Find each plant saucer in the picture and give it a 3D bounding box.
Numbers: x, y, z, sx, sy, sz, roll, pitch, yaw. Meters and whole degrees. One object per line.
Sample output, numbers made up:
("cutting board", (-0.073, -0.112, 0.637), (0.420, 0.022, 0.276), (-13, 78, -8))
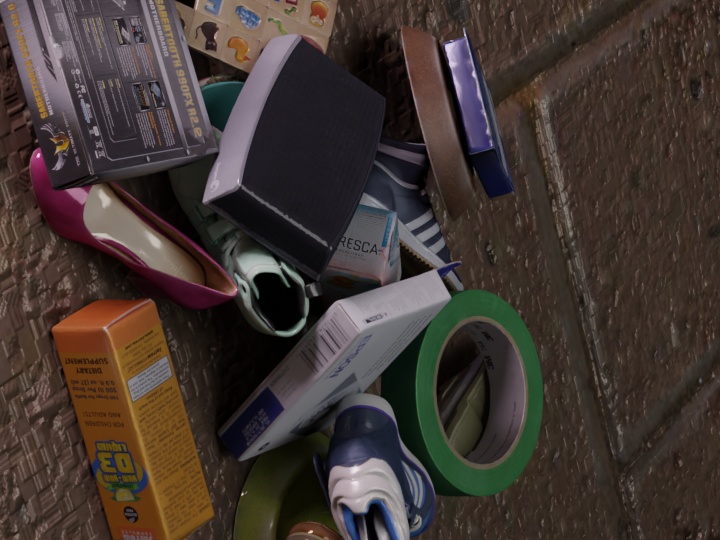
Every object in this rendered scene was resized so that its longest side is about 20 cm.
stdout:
("plant saucer", (0.081, -0.148, 1.892), (0.200, 0.034, 0.202), (-13, 90, -84))
("plant saucer", (-0.045, 0.250, 1.788), (0.199, 0.031, 0.202), (4, 85, -54))

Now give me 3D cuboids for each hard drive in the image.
("hard drive", (-0.048, -0.103, 1.624), (0.135, 0.042, 0.201), (34, 49, -18))

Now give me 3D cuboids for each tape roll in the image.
("tape roll", (0.102, 0.120, 1.874), (0.200, 0.048, 0.202), (6, 82, -48))

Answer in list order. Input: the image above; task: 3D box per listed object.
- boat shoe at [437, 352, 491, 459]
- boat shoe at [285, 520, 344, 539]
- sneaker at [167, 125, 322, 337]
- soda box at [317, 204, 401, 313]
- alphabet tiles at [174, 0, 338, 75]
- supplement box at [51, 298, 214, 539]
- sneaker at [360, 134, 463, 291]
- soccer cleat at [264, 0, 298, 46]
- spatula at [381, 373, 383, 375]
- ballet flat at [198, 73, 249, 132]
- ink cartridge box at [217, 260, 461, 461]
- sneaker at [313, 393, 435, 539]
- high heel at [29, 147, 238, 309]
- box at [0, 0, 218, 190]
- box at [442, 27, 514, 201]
("boat shoe", (0.112, 0.133, 1.978), (0.200, 0.068, 0.075), (-48, 122, -42))
("boat shoe", (-0.015, 0.279, 1.753), (0.201, 0.071, 0.068), (63, 38, -44))
("sneaker", (-0.097, -0.036, 1.616), (0.073, 0.118, 0.201), (-29, 101, -9))
("soda box", (0.000, 0.000, 1.751), (0.200, 0.063, 0.069), (84, 19, -74))
("alphabet tiles", (-0.106, -0.258, 1.677), (0.199, 0.008, 0.168), (23, 68, -28))
("supplement box", (-0.185, 0.127, 1.568), (0.069, 0.066, 0.201), (-36, 117, -48))
("sneaker", (0.053, -0.055, 1.902), (0.200, 0.070, 0.109), (43, 57, -41))
("soccer cleat", (-0.087, -0.273, 1.734), (0.083, 0.065, 0.201), (27, 67, -29))
("spatula", (0.051, 0.076, 1.905), (0.200, 0.020, 0.057), (-25, 116, -62))
("ballet flat", (-0.075, -0.141, 1.721), (0.199, 0.064, 0.076), (6, 105, -28))
("ink cartridge box", (-0.008, 0.081, 1.721), (0.041, 0.200, 0.200), (52, 35, 14))
("sneaker", (0.017, 0.224, 1.733), (0.147, 0.080, 0.201), (-88, 164, -44))
("high heel", (-0.183, -0.034, 1.550), (0.200, 0.095, 0.068), (54, 51, -38))
("box", (-0.206, -0.174, 1.532), (0.158, 0.048, 0.201), (-17, 90, -54))
("box", (0.119, -0.157, 1.938), (0.200, 0.032, 0.122), (55, 22, -72))
